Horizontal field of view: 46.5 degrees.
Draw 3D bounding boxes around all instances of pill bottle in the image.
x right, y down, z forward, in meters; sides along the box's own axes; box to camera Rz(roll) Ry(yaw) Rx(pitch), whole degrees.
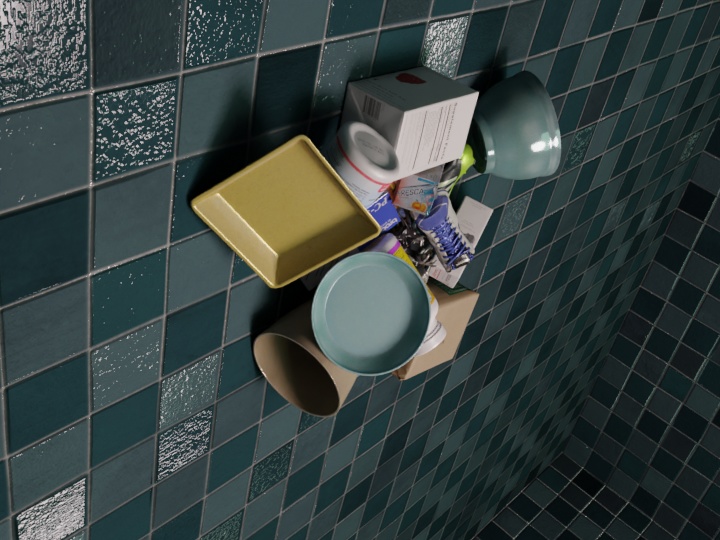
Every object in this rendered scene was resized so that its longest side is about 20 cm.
[{"bbox_3d":[0.066,0.045,1.440,0.103,0.201,0.104,-32,-168,7],"label":"pill bottle"},{"bbox_3d":[-0.040,-0.118,1.252,0.108,0.110,0.200,-11,153,-52],"label":"pill bottle"}]

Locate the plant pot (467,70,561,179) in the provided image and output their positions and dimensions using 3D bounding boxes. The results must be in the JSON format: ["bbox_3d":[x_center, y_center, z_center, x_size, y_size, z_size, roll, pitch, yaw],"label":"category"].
[{"bbox_3d":[0.272,-0.257,1.579,0.132,0.202,0.202,-18,142,-9],"label":"plant pot"}]

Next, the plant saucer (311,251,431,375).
[{"bbox_3d":[0.016,0.068,1.363,0.201,0.199,0.036,-55,-169,0],"label":"plant saucer"}]

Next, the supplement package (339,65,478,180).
[{"bbox_3d":[0.076,-0.238,1.337,0.199,0.121,0.121,-25,137,-45],"label":"supplement package"}]

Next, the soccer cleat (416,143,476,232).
[{"bbox_3d":[0.143,-0.162,1.597,0.080,0.068,0.202,11,123,-28],"label":"soccer cleat"}]

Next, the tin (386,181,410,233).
[{"bbox_3d":[0.036,-0.121,1.490,0.113,0.042,0.200,-58,153,-4],"label":"tin"}]

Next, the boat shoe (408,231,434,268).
[{"bbox_3d":[0.090,0.020,1.697,0.075,0.060,0.202,-17,134,-50],"label":"boat shoe"}]

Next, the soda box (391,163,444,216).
[{"bbox_3d":[0.105,-0.169,1.422,0.201,0.067,0.064,-69,176,-59],"label":"soda box"}]

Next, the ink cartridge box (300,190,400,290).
[{"bbox_3d":[-0.031,-0.059,1.391,0.199,0.044,0.094,-38,149,-3],"label":"ink cartridge box"}]

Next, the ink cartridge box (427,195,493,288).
[{"bbox_3d":[0.193,-0.039,1.719,0.202,0.067,0.115,-62,174,-9],"label":"ink cartridge box"}]

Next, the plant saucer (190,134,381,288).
[{"bbox_3d":[-0.102,-0.088,1.170,0.198,0.049,0.200,-27,129,21],"label":"plant saucer"}]

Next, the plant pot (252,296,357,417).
[{"bbox_3d":[-0.056,0.118,1.474,0.200,0.185,0.189,-47,153,-35],"label":"plant pot"}]

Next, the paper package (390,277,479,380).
[{"bbox_3d":[0.146,0.119,1.846,0.199,0.103,0.193,-14,131,-50],"label":"paper package"}]

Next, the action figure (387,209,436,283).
[{"bbox_3d":[0.088,-0.011,1.534,0.119,0.101,0.203,-47,149,-57],"label":"action figure"}]

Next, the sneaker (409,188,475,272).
[{"bbox_3d":[0.159,-0.065,1.516,0.080,0.116,0.199,-35,162,3],"label":"sneaker"}]
